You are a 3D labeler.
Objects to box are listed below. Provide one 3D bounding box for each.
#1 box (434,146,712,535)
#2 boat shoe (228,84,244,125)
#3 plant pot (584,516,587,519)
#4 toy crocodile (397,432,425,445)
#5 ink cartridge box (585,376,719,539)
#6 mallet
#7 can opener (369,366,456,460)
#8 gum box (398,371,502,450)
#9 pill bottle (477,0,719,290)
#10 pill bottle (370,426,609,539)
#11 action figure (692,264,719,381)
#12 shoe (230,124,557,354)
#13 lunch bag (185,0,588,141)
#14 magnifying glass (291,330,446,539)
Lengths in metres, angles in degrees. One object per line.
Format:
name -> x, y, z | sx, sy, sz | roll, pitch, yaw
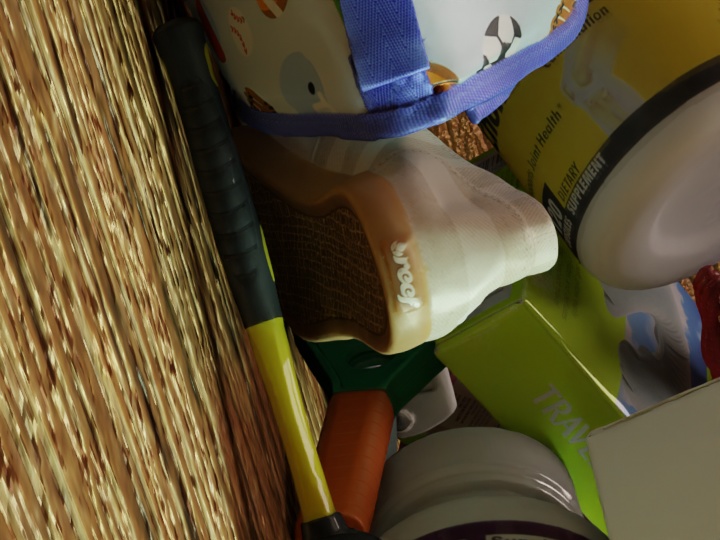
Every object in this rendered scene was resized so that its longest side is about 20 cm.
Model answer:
box -> 0.109, 0.051, 0.848 | 0.200, 0.048, 0.122 | 48, 30, -25
boat shoe -> -0.024, -0.104, 0.828 | 0.071, 0.064, 0.200 | -94, 171, -65
plant pot -> 0.105, 0.199, 0.948 | 0.176, 0.200, 0.200 | 53, 21, -46
toy crocodile -> 0.009, -0.014, 1.046 | 0.068, 0.062, 0.201 | -56, 134, -85
ink cartridge box -> 0.168, 0.119, 0.728 | 0.200, 0.125, 0.129 | 58, 14, -34
mallet -> -0.026, 0.024, 0.643 | 0.066, 0.041, 0.200 | 61, 13, -79
can opener -> 0.000, 0.000, 0.933 | 0.067, 0.052, 0.200 | -93, 170, -62
gum box -> 0.076, 0.040, 1.115 | 0.200, 0.066, 0.114 | 113, -6, -65
pill bottle -> 0.080, -0.099, 0.798 | 0.200, 0.112, 0.112 | 56, -7, 28
pill bottle -> 0.047, 0.148, 0.721 | 0.200, 0.112, 0.112 | -98, 174, -53
action figure -> 0.158, 0.010, 0.790 | 0.052, 0.065, 0.200 | 60, -9, 22
shoe -> 0.002, -0.014, 0.658 | 0.200, 0.053, 0.070 | -153, -137, -70
lunch bag -> -0.009, -0.135, 0.642 | 0.200, 0.124, 0.170 | -104, 177, -76
magnifying glass -> 0.004, 0.041, 0.801 | 0.200, 0.079, 0.022 | -73, 156, -61
